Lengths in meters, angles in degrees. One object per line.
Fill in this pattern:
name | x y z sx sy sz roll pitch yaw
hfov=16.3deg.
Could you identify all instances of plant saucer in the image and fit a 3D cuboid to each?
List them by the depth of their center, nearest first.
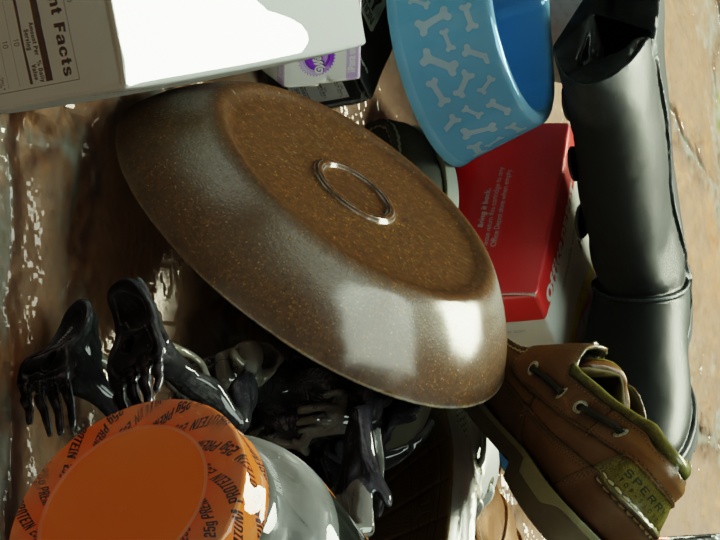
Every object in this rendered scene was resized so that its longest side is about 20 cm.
plant saucer | -0.011 -0.022 1.075 0.200 0.037 0.201 30 24 -15

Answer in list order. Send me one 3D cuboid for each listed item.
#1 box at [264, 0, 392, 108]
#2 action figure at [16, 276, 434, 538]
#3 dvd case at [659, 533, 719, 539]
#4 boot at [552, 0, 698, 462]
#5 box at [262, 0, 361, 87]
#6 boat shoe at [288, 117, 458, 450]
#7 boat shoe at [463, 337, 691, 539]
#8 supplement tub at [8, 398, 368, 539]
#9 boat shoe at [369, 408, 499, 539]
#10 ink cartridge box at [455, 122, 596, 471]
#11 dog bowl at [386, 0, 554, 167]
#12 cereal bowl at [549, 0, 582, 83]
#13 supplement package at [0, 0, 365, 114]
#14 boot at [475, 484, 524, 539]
box | -0.032 -0.200 1.199 0.200 0.050 0.158 65 31 -30
action figure | -0.045 0.074 1.031 0.200 0.119 0.102 25 59 -44
dvd case | 0.060 0.170 1.127 0.200 0.146 0.022 4 48 -44
boot | 0.132 -0.018 1.242 0.165 0.065 0.201 -82 168 -53
box | -0.023 -0.182 1.100 0.039 0.041 0.201 -8 115 -21
boat shoe | 0.002 -0.002 1.189 0.060 0.072 0.202 27 44 -23
boat shoe | 0.094 0.068 1.102 0.072 0.068 0.200 43 6 -27
supplement tub | -0.040 0.144 0.932 0.200 0.122 0.123 55 38 -41
boat shoe | 0.036 0.094 1.188 0.069 0.071 0.201 37 38 -35
ink cartridge box | 0.087 0.005 1.332 0.200 0.067 0.117 62 33 -47
dog bowl | 0.055 -0.150 1.233 0.111 0.049 0.201 45 37 -54
cereal bowl | 0.100 -0.205 1.383 0.200 0.083 0.201 11 90 -87
supplement package | -0.100 -0.147 0.988 0.200 0.111 0.156 -20 100 -62
boot | 0.071 0.157 1.285 0.200 0.076 0.156 -48 127 -43
